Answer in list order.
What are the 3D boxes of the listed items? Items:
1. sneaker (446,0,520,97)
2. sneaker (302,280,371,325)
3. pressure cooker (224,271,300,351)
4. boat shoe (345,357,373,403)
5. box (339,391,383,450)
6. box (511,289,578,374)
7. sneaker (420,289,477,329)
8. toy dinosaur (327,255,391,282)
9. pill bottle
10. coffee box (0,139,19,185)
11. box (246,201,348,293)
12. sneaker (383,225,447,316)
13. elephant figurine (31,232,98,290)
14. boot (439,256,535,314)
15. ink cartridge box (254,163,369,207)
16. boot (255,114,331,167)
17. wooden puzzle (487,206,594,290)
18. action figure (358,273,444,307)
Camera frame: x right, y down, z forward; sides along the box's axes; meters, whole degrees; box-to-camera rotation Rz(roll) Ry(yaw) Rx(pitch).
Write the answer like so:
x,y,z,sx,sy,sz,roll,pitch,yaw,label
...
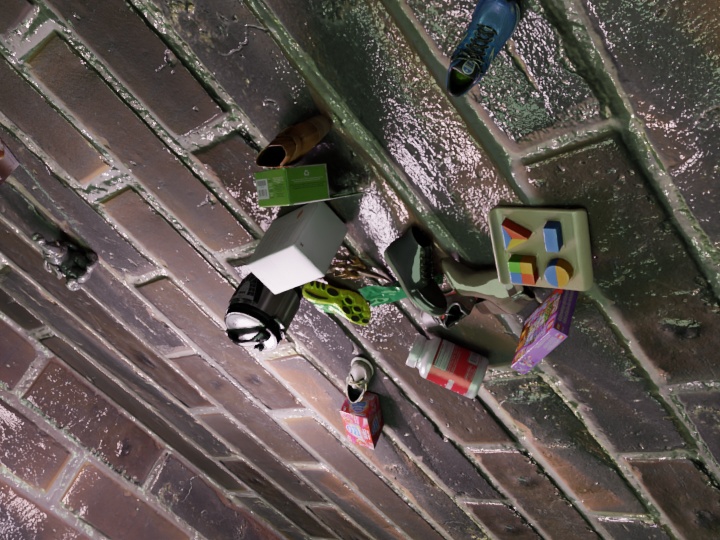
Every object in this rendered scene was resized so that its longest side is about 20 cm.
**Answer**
x,y,z,sx,sy,sz,roll,pitch,yaw,label
0.193,-0.356,1.188,0.077,0.090,0.201,25,145,0,sneaker
-0.060,0.081,1.942,0.197,0.075,0.084,26,170,-3,sneaker
-0.269,0.119,1.987,0.176,0.202,0.177,26,146,2,pressure cooker
-0.006,0.332,2.214,0.071,0.061,0.203,20,144,9,boat shoe
0.007,0.475,2.356,0.098,0.096,0.202,14,143,20,box
0.404,0.125,1.613,0.039,0.138,0.201,26,145,-1,box
0.201,0.102,1.768,0.076,0.083,0.200,35,144,-12,sneaker
0.000,0.000,1.812,0.196,0.062,0.106,14,178,13,toy dinosaur
0.222,0.242,1.904,0.197,0.113,0.113,23,145,7,pill bottle
-1.055,-0.335,2.027,0.078,0.116,0.202,5,139,27,coffee box
-0.149,-0.054,1.729,0.198,0.154,0.106,-18,125,46,box
0.142,0.004,1.642,0.201,0.075,0.106,51,132,4,sneaker
-0.936,-0.043,2.312,0.198,0.143,0.155,35,121,-14,elephant figurine
0.288,0.021,1.632,0.145,0.071,0.200,-25,121,41,boot
-0.103,-0.184,1.548,0.147,0.197,0.078,4,105,56,ink cartridge box
-0.160,-0.239,1.504,0.198,0.155,0.078,-17,110,44,boot
0.361,-0.038,1.484,0.196,0.046,0.188,2,124,30,wooden puzzle
0.105,0.038,1.752,0.196,0.056,0.118,-10,160,19,action figure
